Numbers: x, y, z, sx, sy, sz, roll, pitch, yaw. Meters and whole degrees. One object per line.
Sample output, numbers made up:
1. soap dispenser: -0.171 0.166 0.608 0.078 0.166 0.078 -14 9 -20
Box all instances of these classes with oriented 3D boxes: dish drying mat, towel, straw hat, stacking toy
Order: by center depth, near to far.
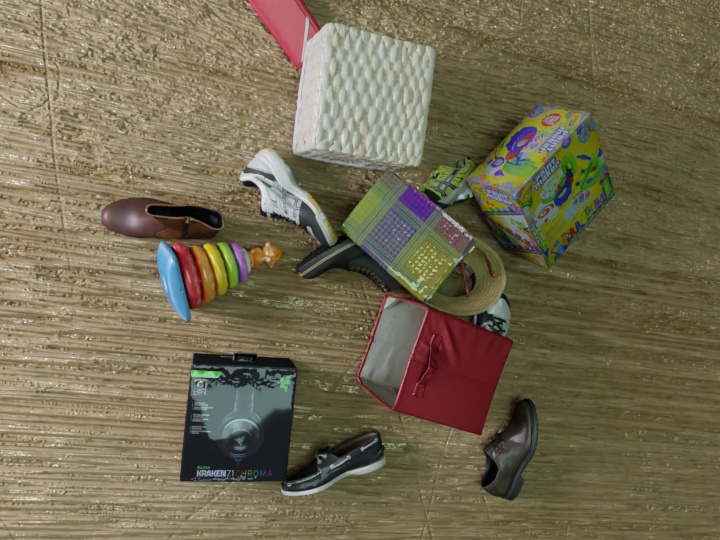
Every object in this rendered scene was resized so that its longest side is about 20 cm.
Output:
1. stacking toy: -0.222 -0.008 0.903 0.198 0.110 0.117 -18 113 -24
2. dish drying mat: -0.137 -0.444 0.917 0.077 0.018 0.201 -38 110 0
3. towel: 0.081 -0.057 0.921 0.199 0.023 0.144 39 81 3
4. straw hat: 0.161 0.025 1.002 0.198 0.086 0.203 6 50 -8

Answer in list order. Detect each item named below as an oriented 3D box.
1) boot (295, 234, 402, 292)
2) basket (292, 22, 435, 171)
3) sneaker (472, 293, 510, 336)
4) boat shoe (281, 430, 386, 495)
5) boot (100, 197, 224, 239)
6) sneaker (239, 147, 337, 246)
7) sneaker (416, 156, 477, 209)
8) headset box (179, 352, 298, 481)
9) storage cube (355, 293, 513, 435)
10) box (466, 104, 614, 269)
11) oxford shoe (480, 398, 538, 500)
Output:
1. boot: 0.000 0.000 0.972 0.199 0.077 0.139 -29 105 -11
2. basket: 0.005 -0.275 0.900 0.196 0.161 0.203 6 96 -17
3. sneaker: 0.250 0.138 1.031 0.075 0.088 0.202 15 88 -14
4. boat shoe: -0.049 0.340 0.977 0.198 0.074 0.061 -13 97 -17
5. boot: -0.300 -0.073 0.816 0.186 0.200 0.069 13 90 -16
6. sneaker: -0.122 -0.107 0.926 0.087 0.076 0.200 -40 84 -3
7. sneaker: 0.136 -0.145 1.002 0.198 0.075 0.077 -23 91 -26
8. headset box: -0.201 0.235 0.918 0.172 0.093 0.203 7 91 -16
9. storage cube: 0.123 0.158 0.951 0.178 0.200 0.173 21 87 -21
10. box: 0.329 -0.151 0.990 0.200 0.122 0.193 -45 128 -9
11. oxford shoe: 0.287 0.343 1.070 0.084 0.073 0.202 18 88 -14
